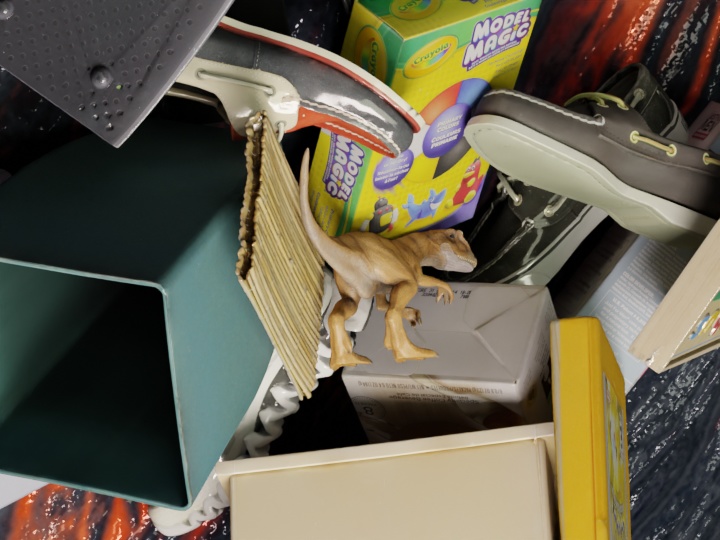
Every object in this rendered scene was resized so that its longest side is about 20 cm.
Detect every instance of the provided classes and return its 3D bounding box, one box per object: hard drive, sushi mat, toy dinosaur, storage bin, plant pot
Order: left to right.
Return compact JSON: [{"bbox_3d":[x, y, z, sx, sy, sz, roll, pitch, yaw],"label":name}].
[{"bbox_3d":[-0.116,-0.179,1.389,0.200,0.135,0.042,-56,173,7],"label":"hard drive"},{"bbox_3d":[-0.120,0.005,1.443,0.200,0.141,0.141,-54,147,-50],"label":"plant pot"},{"bbox_3d":[-0.042,-0.004,1.449,0.012,0.096,0.200,1,159,9],"label":"sushi mat"},{"bbox_3d":[0.000,0.000,1.517,0.200,0.060,0.106,12,70,-61],"label":"toy dinosaur"},{"bbox_3d":[0.033,0.189,1.588,0.200,0.094,0.199,-8,147,7],"label":"storage bin"}]

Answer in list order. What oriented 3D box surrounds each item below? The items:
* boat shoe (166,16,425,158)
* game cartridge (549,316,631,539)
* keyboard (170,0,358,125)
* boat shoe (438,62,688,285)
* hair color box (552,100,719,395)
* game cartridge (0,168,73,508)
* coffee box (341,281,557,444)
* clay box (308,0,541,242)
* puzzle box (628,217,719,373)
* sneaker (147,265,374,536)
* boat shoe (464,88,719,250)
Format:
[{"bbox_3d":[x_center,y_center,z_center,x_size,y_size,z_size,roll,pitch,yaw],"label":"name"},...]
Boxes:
[{"bbox_3d":[-0.064,-0.101,1.444,0.200,0.071,0.063,23,77,-4],"label":"boat shoe"},{"bbox_3d":[0.138,0.142,1.541,0.032,0.200,0.176,-6,165,9],"label":"game cartridge"},{"bbox_3d":[-0.061,-0.172,1.467,0.127,0.021,0.200,-8,126,5],"label":"keyboard"},{"bbox_3d":[0.113,-0.049,1.654,0.200,0.071,0.064,-43,122,-8],"label":"boat shoe"},{"bbox_3d":[0.194,-0.012,1.696,0.061,0.099,0.200,38,92,-7],"label":"hair color box"},{"bbox_3d":[-0.230,0.052,1.498,0.133,0.041,0.200,-30,128,-21],"label":"game cartridge"},{"bbox_3d":[0.075,0.099,1.648,0.200,0.114,0.080,68,32,-46],"label":"coffee box"},{"bbox_3d":[0.036,-0.101,1.536,0.115,0.048,0.200,-23,144,-37],"label":"clay box"},{"bbox_3d":[0.241,-0.008,1.626,0.133,0.025,0.200,-57,162,21],"label":"puzzle box"},{"bbox_3d":[-0.076,0.071,1.599,0.081,0.075,0.200,32,105,-12],"label":"sneaker"},{"bbox_3d":[0.145,-0.071,1.578,0.201,0.072,0.061,24,76,-35],"label":"boat shoe"}]
